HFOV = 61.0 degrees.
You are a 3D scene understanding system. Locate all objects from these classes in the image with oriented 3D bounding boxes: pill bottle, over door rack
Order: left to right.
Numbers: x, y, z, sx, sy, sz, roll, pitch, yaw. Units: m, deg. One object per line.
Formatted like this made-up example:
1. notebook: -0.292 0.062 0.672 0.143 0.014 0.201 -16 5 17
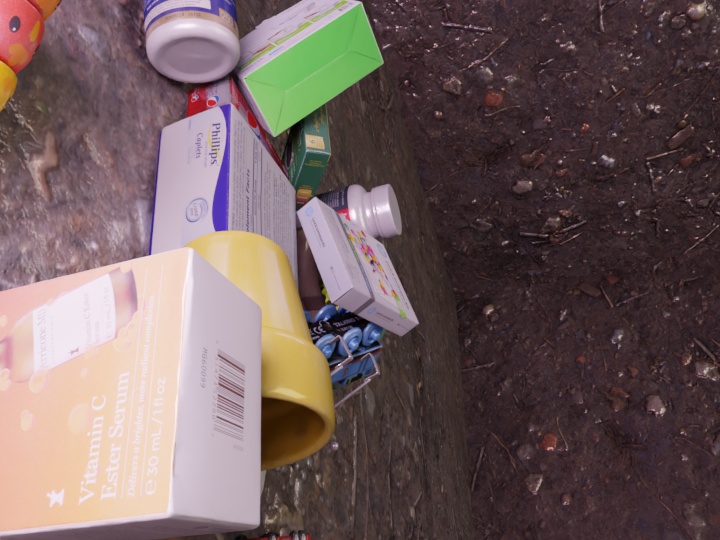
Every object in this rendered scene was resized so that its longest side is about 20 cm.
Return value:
1. pill bottle: -0.214 -0.353 0.759 0.115 0.112 0.207 30 50 -71
2. over door rack: -0.055 0.193 0.820 0.067 0.200 0.148 43 0 24
3. pill bottle: -0.030 -0.085 1.095 0.119 0.194 0.124 -13 90 -75

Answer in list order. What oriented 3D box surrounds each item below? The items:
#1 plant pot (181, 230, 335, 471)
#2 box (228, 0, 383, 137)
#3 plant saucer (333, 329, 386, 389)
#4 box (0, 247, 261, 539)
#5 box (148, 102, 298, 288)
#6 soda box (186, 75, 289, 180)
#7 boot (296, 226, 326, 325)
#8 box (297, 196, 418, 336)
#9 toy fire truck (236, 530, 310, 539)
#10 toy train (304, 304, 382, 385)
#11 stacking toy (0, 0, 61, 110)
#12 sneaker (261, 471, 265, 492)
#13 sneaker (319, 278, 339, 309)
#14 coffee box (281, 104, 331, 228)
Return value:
1. plant pot: -0.129 0.077 0.611 0.202 0.195 0.194 57 20 -54
2. box: -0.096 -0.313 0.902 0.176 0.198 0.098 42 -15 53
3. plant saucer: 0.005 0.141 1.113 0.038 0.204 0.201 32 18 2
4. box: -0.173 0.094 0.403 0.107 0.193 0.157 53 29 -60
5. box: -0.160 -0.060 0.762 0.201 0.101 0.190 55 27 -59
6. soda box: -0.170 -0.173 0.877 0.202 0.068 0.065 61 16 -51
7. boot: -0.089 0.012 0.953 0.197 0.070 0.149 -25 86 -44
8. box: 0.000 0.000 0.890 0.199 0.041 0.159 33 29 -54
9. toy fire truck: -0.096 0.405 0.762 0.200 0.047 0.146 49 33 -63
10. toy train: -0.044 0.115 0.897 0.197 0.086 0.117 -13 130 -48
11. stacking toy: -0.275 -0.149 0.410 0.146 0.141 0.208 18 79 -73
12. sneaker: -0.149 0.188 0.718 0.100 0.072 0.207 79 8 -72
13. sneaker: -0.038 0.053 1.064 0.085 0.073 0.200 54 -7 -10
14. coffee box: -0.096 -0.166 0.986 0.202 0.042 0.126 118 -29 -50
